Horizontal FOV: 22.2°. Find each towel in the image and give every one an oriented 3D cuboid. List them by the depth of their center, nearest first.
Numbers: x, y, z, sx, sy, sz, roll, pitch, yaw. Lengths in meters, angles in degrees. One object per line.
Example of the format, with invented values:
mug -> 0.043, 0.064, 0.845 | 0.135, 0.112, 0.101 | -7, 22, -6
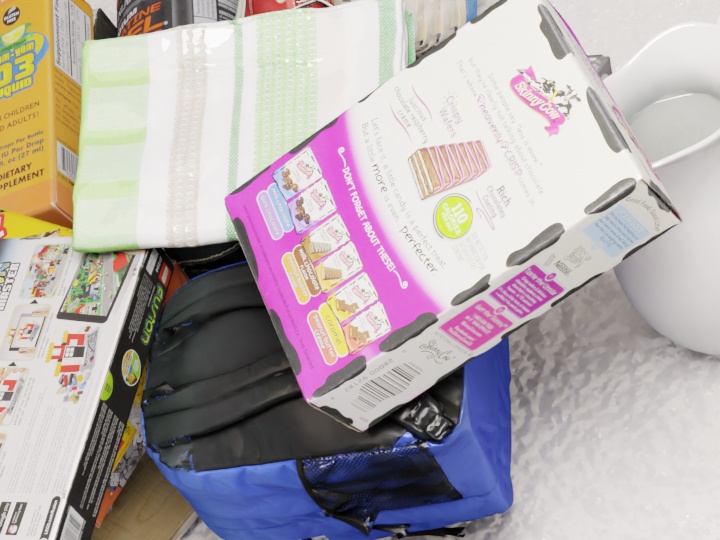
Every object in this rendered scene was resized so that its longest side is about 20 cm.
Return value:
towel -> -0.067, -0.085, 1.046 | 0.199, 0.031, 0.150 | -6, 60, 9

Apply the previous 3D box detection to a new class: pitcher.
pitcher -> 0.205, -0.058, 1.020 | 0.172, 0.200, 0.121 | -46, 49, -12

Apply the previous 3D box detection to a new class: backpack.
backpack -> -0.016, 0.082, 1.044 | 0.199, 0.168, 0.163 | -10, 47, 16

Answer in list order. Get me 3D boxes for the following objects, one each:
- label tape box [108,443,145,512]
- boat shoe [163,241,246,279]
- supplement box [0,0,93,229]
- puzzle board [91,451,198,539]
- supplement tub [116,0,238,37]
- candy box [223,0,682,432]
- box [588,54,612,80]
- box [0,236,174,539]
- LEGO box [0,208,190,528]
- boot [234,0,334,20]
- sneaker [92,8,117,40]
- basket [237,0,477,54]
label tape box -> -0.204, 0.092, 1.184 | 0.199, 0.066, 0.144 | -15, 50, 11
boat shoe -> -0.090, -0.016, 1.138 | 0.074, 0.066, 0.199 | -29, 11, -16
supplement box -> -0.224, -0.108, 1.275 | 0.066, 0.069, 0.201 | -19, 58, 20
puzzle board -> -0.136, 0.106, 1.192 | 0.150, 0.017, 0.200 | 26, 70, 39
supplement tub -> -0.124, -0.163, 1.328 | 0.106, 0.107, 0.201 | -18, 49, 13
candy box -> 0.042, -0.031, 0.926 | 0.199, 0.061, 0.137 | -34, 57, 16
box -> 0.048, -0.083, 1.181 | 0.199, 0.049, 0.161 | 1, 29, 27
box -> -0.182, 0.071, 1.021 | 0.109, 0.035, 0.201 | -1, 56, 23
LEGO box -> -0.209, 0.050, 1.124 | 0.199, 0.077, 0.149 | 15, 62, 32
boot -> -0.031, -0.175, 1.128 | 0.072, 0.201, 0.144 | -4, 24, -21
sneaker -> -0.218, -0.106, 1.350 | 0.086, 0.080, 0.201 | -11, 51, 21
basket -> 0.015, -0.222, 1.293 | 0.175, 0.140, 0.200 | 5, 23, 30
